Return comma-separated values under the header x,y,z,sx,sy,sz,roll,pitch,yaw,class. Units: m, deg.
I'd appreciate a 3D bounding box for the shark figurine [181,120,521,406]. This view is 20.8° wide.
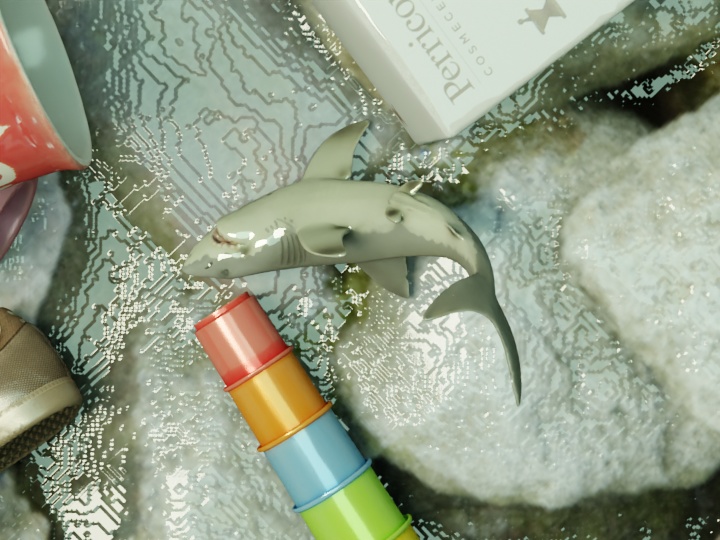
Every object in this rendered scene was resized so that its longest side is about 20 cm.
x,y,z,sx,sy,sz,roll,pitch,yaw,class
0.021,-0.005,1.085,0.128,0.214,0.090,-50,137,-29,shark figurine

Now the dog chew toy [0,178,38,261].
x,y,z,sx,sy,sz,roll,pitch,yaw,class
-0.275,-0.070,1.051,0.199,0.125,0.125,28,90,2,dog chew toy

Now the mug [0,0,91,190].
x,y,z,sx,sy,sz,roll,pitch,yaw,class
-0.246,-0.082,0.950,0.199,0.178,0.134,-22,111,3,mug

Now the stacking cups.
x,y,z,sx,sy,sz,roll,pitch,yaw,class
-0.022,0.103,1.105,0.060,0.061,0.201,-30,93,-3,stacking cups

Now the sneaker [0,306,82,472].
x,y,z,sx,sy,sz,roll,pitch,yaw,class
-0.254,0.098,1.092,0.199,0.070,0.076,-31,75,-6,sneaker

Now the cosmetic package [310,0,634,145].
x,y,z,sx,sy,sz,roll,pitch,yaw,class
0.069,-0.191,1.048,0.200,0.166,0.168,-38,95,-1,cosmetic package
